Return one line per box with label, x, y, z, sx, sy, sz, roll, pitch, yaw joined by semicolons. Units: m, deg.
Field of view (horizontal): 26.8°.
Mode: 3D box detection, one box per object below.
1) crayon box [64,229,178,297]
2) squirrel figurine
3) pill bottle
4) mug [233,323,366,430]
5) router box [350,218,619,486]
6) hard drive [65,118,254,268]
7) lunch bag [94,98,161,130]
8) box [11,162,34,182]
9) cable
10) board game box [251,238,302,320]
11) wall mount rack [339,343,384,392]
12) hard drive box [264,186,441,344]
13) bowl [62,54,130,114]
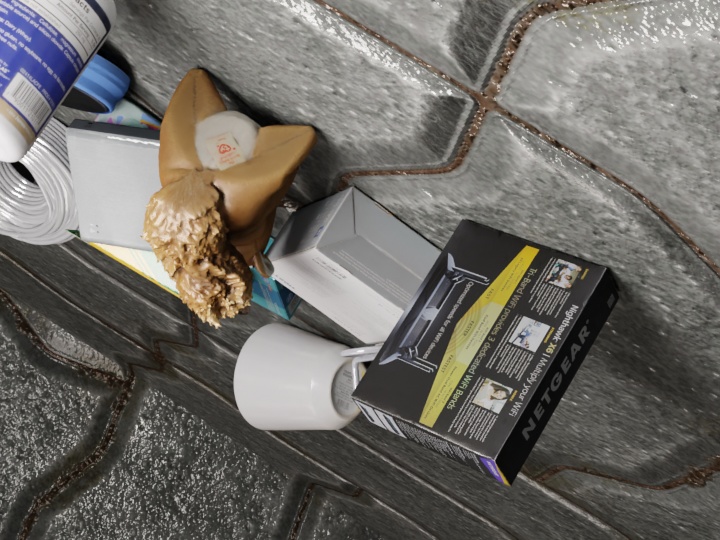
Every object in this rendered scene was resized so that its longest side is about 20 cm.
crayon box;-0.231;-0.018;1.758;0.199;0.052;0.126;29;-176;7
squirrel figurine;-0.135;-0.050;1.430;0.140;0.201;0.187;22;151;8
pill bottle;-0.270;-0.199;1.232;0.115;0.201;0.116;29;163;10
mug;-0.059;0.146;2.090;0.152;0.186;0.151;5;118;42
router box;0.109;0.066;1.319;0.156;0.201;0.052;21;159;35
hard drive;-0.203;-0.081;1.576;0.198;0.033;0.141;9;127;13
lunch bag;-0.222;-0.103;1.668;0.199;0.077;0.160;33;165;-9
box;-0.533;-0.162;2.008;0.106;0.123;0.200;22;163;34
cable;-0.423;-0.120;1.904;0.198;0.069;0.201;22;137;9
board game box;-0.169;-0.026;1.865;0.199;0.047;0.151;28;164;13
wall mount rack;0.084;0.108;1.565;0.198;0.075;0.173;-3;176;-30
hard drive box;0.000;0.000;1.561;0.155;0.077;0.200;36;164;-14
bowl;-0.333;-0.210;1.532;0.199;0.040;0.201;20;174;2
